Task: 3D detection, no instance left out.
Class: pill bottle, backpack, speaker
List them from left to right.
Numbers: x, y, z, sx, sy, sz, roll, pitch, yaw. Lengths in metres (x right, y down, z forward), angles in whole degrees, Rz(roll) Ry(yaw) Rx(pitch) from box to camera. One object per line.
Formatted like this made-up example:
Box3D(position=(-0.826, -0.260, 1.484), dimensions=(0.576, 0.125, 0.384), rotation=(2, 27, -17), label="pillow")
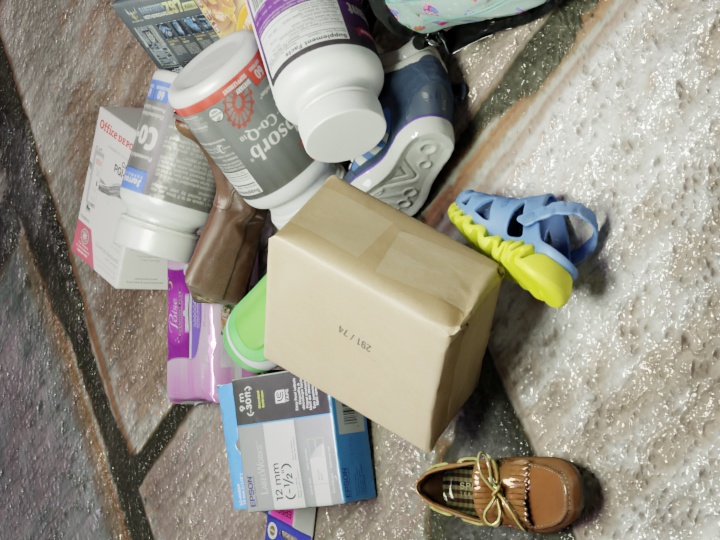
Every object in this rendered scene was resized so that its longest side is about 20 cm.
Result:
Box3D(position=(-0.208, -0.116, 1.833), dimensions=(0.113, 0.113, 0.202), rotation=(19, 92, 53), label="pill bottle")
Box3D(position=(-0.099, -0.138, 1.673), dimensions=(0.115, 0.201, 0.116), rotation=(-31, 25, 16), label="pill bottle")
Box3D(position=(-0.072, 0.033, 1.752), dimensions=(0.200, 0.088, 0.089), rotation=(-44, 54, 44), label="speaker")
Box3D(position=(-0.040, -0.211, 1.576), dimensions=(0.111, 0.110, 0.202), rotation=(-47, 51, 42), label="pill bottle")
Box3D(position=(0.101, -0.295, 1.485), dimensions=(0.199, 0.126, 0.169), rotation=(3, 83, 48), label="backpack")

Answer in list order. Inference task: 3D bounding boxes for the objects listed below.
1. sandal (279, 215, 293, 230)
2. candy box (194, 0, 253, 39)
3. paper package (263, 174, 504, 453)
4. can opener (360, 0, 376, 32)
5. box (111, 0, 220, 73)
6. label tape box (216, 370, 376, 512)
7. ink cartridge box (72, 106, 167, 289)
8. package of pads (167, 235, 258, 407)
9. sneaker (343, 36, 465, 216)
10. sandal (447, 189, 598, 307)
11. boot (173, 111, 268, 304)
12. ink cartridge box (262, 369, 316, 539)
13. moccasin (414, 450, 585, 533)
Box3D(position=(0.001, -0.007, 1.605), dimensions=(0.201, 0.050, 0.083), rotation=(18, 114, 21), label="sandal")
Box3D(position=(-0.096, -0.253, 1.721), dimensions=(0.201, 0.055, 0.115), rotation=(56, 154, -8), label="candy box")
Box3D(position=(0.017, 0.042, 1.502), dimensions=(0.199, 0.104, 0.192), rotation=(29, 141, 18), label="paper package")
Box3D(position=(-0.001, -0.283, 1.686), dimensions=(0.064, 0.078, 0.201), rotation=(53, 139, 25), label="can opener")
Box3D(position=(-0.185, -0.271, 1.874), dimensions=(0.051, 0.158, 0.199), rotation=(-49, 27, -25), label="box")
Box3D(position=(-0.086, 0.182, 1.727), dimensions=(0.198, 0.066, 0.145), rotation=(-11, 84, 34), label="label tape box")
Box3D(position=(-0.288, -0.094, 2.059), dimensions=(0.146, 0.082, 0.202), rotation=(33, 115, 50), label="ink cartridge box")
Box3D(position=(-0.175, 0.060, 1.901), dimensions=(0.120, 0.075, 0.203), rotation=(-6, 84, 53), label="package of pads")
Box3D(position=(0.030, -0.144, 1.634), dimensions=(0.200, 0.080, 0.148), rotation=(-50, 39, 48), label="sneaker")
Box3D(position=(0.152, -0.035, 1.466), dimensions=(0.087, 0.080, 0.200), rotation=(-47, 34, -4), label="sandal")
Box3D(position=(-0.165, -0.061, 1.775), dimensions=(0.064, 0.185, 0.202), rotation=(27, 95, 46), label="boot")
Box3D(position=(-0.082, 0.219, 1.801), dimensions=(0.094, 0.037, 0.203), rotation=(14, 102, 53), label="ink cartridge box")
Box3D(position=(0.125, 0.199, 1.472), dimensions=(0.200, 0.077, 0.075), rotation=(4, 92, 54), label="moccasin")
